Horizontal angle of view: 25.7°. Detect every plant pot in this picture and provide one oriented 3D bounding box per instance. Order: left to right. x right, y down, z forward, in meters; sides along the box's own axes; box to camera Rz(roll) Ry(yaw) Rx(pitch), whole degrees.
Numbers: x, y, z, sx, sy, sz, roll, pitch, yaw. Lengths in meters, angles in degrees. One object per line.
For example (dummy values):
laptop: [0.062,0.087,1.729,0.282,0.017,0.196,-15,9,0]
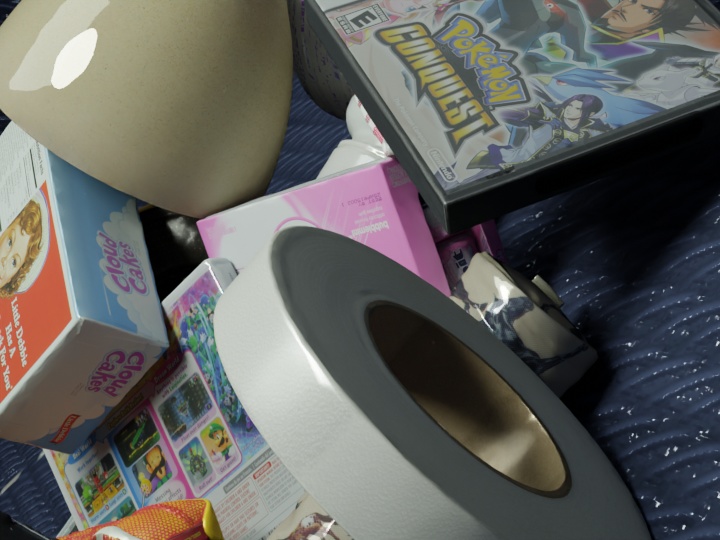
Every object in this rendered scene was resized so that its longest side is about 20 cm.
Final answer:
plant pot: [-0.120,-0.142,0.996,0.135,0.200,0.200,-59,16,19]

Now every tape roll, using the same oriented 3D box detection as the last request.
tape roll: [0.032,0.062,0.624,0.037,0.203,0.203,-49,19,16]

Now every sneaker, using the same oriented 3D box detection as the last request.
sneaker: [-0.138,0.179,0.929,0.077,0.073,0.200,-19,-3,-35]

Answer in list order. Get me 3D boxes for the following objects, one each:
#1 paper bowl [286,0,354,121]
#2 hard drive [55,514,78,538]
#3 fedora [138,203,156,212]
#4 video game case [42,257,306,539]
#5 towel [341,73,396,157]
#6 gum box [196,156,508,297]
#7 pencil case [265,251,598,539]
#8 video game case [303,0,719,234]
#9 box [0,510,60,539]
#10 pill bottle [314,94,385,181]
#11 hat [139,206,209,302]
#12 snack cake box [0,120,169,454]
paper bowl: [0.024,-0.196,1.082,0.104,0.201,0.201,24,75,34]
hard drive: [-0.186,0.171,1.184,0.200,0.033,0.140,-55,1,-4]
fedora: [-0.140,0.022,1.154,0.200,0.082,0.201,-30,-19,-11]
video game case: [-0.105,0.122,0.952,0.200,0.024,0.182,-42,66,33]
towel: [0.055,-0.140,0.878,0.146,0.030,0.200,-17,42,-6]
gum box: [0.000,0.000,0.898,0.066,0.114,0.200,-23,6,-36]
pencil case: [0.034,0.086,0.768,0.200,0.078,0.089,-53,2,1]
video game case: [0.087,-0.115,0.811,0.181,0.026,0.200,-20,44,-10]
box: [-0.182,0.236,0.847,0.200,0.197,0.118,-30,31,52]
pill bottle: [0.062,-0.109,0.996,0.200,0.114,0.114,-58,18,-11]
hat: [-0.101,0.056,1.051,0.201,0.201,0.081,-52,-7,6]
snack cake box: [-0.193,-0.002,0.991,0.115,0.067,0.200,-44,45,28]
